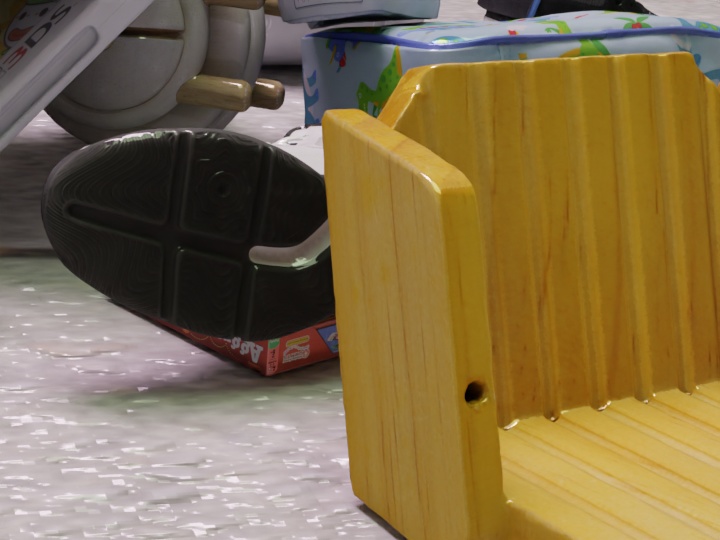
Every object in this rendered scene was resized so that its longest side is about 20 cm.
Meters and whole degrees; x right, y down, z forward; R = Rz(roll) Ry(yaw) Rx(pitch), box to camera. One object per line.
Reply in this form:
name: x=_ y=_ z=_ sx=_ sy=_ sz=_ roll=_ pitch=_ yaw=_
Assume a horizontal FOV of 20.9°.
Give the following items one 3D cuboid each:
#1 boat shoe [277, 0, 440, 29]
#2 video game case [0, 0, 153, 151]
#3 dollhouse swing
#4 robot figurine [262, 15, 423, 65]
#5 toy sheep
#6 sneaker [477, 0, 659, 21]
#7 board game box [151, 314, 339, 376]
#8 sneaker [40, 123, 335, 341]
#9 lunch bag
boat shoe: x=0.001 y=-0.158 z=0.980 sx=0.073 sy=0.067 sz=0.200 roll=-4 pitch=6 yaw=6
video game case: x=-0.183 y=-0.104 z=0.890 sx=0.182 sy=0.023 sz=0.200 roll=-45 pitch=33 yaw=-4
dollhouse swing: x=0.120 y=0.015 z=0.633 sx=0.199 sy=0.184 sz=0.175 roll=-6 pitch=3 yaw=-32
robot figurine: x=-0.039 y=-0.182 z=1.188 sx=0.198 sy=0.114 sz=0.169 roll=-3 pitch=3 yaw=-22
toy sheep: x=-0.107 y=-0.119 z=0.972 sx=0.137 sy=0.139 sz=0.200 roll=8 pitch=2 yaw=7
sneaker: x=0.161 y=-0.151 z=1.164 sx=0.198 sy=0.113 sz=0.073 roll=-6 pitch=24 yaw=-29
board game box: x=0.000 y=0.000 z=0.837 sx=0.199 sy=0.020 sz=0.103 roll=-14 pitch=26 yaw=-43
sneaker: x=-0.041 y=-0.021 z=0.775 sx=0.199 sy=0.076 sz=0.115 roll=5 pitch=9 yaw=-27
lunch bag: x=0.077 y=-0.090 z=0.993 sx=0.198 sy=0.083 sz=0.160 roll=-7 pitch=13 yaw=-30
